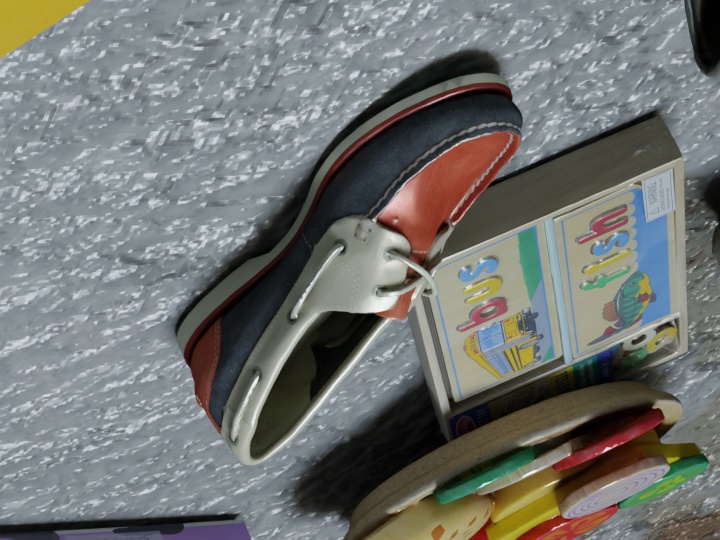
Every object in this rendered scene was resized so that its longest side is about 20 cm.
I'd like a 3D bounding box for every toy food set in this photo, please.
[{"bbox_3d":[0.081,0.114,1.154,0.198,0.049,0.200,-32,161,25],"label":"toy food set"}]

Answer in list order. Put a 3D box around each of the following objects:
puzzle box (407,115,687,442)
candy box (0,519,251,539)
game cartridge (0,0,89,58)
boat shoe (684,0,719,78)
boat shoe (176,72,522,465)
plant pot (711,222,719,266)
[{"bbox_3d":[0.087,0.012,1.049,0.133,0.025,0.200,-23,152,-3],"label":"puzzle box"},{"bbox_3d":[-0.160,0.209,1.133,0.167,0.072,0.200,3,141,-41],"label":"candy box"},{"bbox_3d":[-0.136,-0.127,0.642,0.176,0.033,0.200,-31,149,10],"label":"game cartridge"},{"bbox_3d":[0.135,-0.131,0.801,0.060,0.072,0.202,-25,151,4],"label":"boat shoe"},{"bbox_3d":[0.000,0.000,0.923,0.071,0.063,0.200,13,133,-46],"label":"boat shoe"},{"bbox_3d":[0.271,0.007,1.039,0.183,0.201,0.200,-23,153,19],"label":"plant pot"}]
